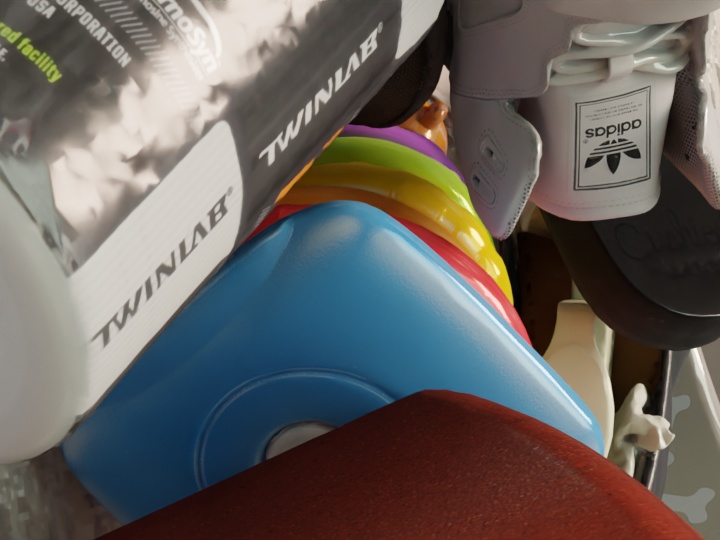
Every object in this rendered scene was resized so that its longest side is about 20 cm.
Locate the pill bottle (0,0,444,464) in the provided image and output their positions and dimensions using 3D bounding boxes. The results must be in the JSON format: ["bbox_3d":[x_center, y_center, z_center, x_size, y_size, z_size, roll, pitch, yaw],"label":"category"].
[{"bbox_3d":[-0.048,-0.059,0.606,0.200,0.106,0.106,-50,126,-39],"label":"pill bottle"}]

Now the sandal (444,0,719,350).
[{"bbox_3d":[0.058,-0.071,0.811,0.076,0.043,0.200,-18,66,-38],"label":"sandal"}]

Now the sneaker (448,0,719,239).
[{"bbox_3d":[0.069,-0.065,0.679,0.200,0.075,0.115,-150,-127,-73],"label":"sneaker"}]

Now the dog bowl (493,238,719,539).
[{"bbox_3d":[0.104,0.024,0.963,0.200,0.059,0.200,-17,90,-72],"label":"dog bowl"}]

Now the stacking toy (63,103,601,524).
[{"bbox_3d":[0.000,0.000,0.791,0.110,0.116,0.200,43,27,-16],"label":"stacking toy"}]

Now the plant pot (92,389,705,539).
[{"bbox_3d":[0.001,0.139,0.629,0.176,0.200,0.200,-113,178,-65],"label":"plant pot"}]

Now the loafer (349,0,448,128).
[{"bbox_3d":[-0.058,-0.110,0.720,0.200,0.073,0.071,51,53,-1],"label":"loafer"}]

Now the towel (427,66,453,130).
[{"bbox_3d":[-0.010,-0.164,0.881,0.191,0.032,0.200,35,54,-53],"label":"towel"}]

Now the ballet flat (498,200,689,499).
[{"bbox_3d":[0.069,0.009,0.839,0.073,0.073,0.200,35,59,-52],"label":"ballet flat"}]
